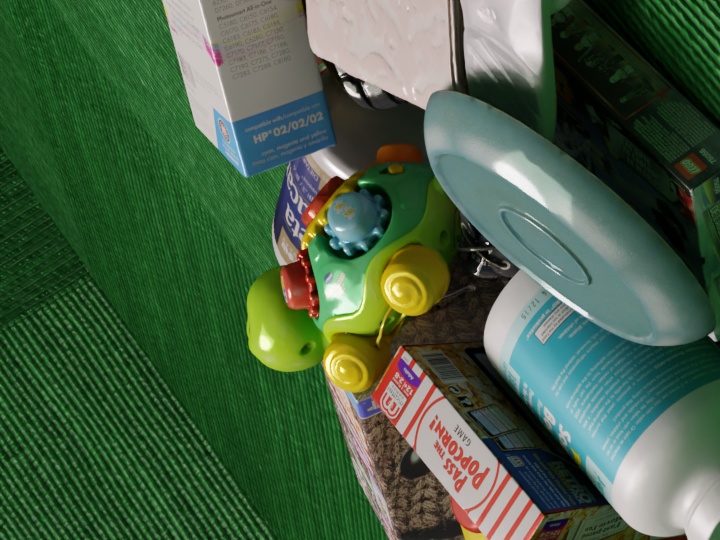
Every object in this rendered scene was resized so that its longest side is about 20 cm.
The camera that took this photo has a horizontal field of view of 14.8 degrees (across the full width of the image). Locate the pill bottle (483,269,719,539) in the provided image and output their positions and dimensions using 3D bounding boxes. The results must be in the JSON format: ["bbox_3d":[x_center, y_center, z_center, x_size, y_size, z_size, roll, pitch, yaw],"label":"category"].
[{"bbox_3d":[0.168,0.078,1.624,0.200,0.110,0.111,50,166,33],"label":"pill bottle"}]

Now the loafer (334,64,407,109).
[{"bbox_3d":[-0.002,-0.199,1.705,0.068,0.070,0.202,-11,102,31],"label":"loafer"}]

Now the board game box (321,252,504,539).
[{"bbox_3d":[0.069,0.086,1.883,0.201,0.159,0.097,73,170,-47],"label":"board game box"}]

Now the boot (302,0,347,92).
[{"bbox_3d":[-0.042,-0.211,1.818,0.201,0.073,0.155,63,166,-16],"label":"boot"}]

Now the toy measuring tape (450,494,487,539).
[{"bbox_3d":[0.105,0.176,1.736,0.074,0.073,0.201,103,150,-74],"label":"toy measuring tape"}]

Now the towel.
[{"bbox_3d":[0.017,-0.193,1.574,0.200,0.032,0.192,-147,50,-60],"label":"towel"}]

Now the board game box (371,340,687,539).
[{"bbox_3d":[0.126,0.106,1.708,0.152,0.199,0.046,50,125,32],"label":"board game box"}]

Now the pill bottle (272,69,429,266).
[{"bbox_3d":[-0.001,-0.044,1.880,0.111,0.111,0.200,52,151,22],"label":"pill bottle"}]

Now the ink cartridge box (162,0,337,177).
[{"bbox_3d":[-0.083,-0.175,1.734,0.115,0.067,0.201,-135,28,-61],"label":"ink cartridge box"}]

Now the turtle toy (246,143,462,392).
[{"bbox_3d":[0.000,0.000,1.740,0.101,0.146,0.200,38,127,1],"label":"turtle toy"}]

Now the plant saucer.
[{"bbox_3d":[0.106,-0.021,1.502,0.200,0.027,0.200,39,169,9],"label":"plant saucer"}]

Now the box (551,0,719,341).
[{"bbox_3d":[0.143,-0.070,1.518,0.200,0.040,0.137,49,167,36],"label":"box"}]

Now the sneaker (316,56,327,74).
[{"bbox_3d":[-0.031,-0.131,1.986,0.087,0.073,0.200,59,168,-4],"label":"sneaker"}]

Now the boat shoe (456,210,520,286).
[{"bbox_3d":[0.090,-0.021,1.671,0.070,0.066,0.200,36,171,31],"label":"boat shoe"}]

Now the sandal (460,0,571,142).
[{"bbox_3d":[0.087,-0.157,1.447,0.079,0.059,0.208,31,140,38],"label":"sandal"}]
